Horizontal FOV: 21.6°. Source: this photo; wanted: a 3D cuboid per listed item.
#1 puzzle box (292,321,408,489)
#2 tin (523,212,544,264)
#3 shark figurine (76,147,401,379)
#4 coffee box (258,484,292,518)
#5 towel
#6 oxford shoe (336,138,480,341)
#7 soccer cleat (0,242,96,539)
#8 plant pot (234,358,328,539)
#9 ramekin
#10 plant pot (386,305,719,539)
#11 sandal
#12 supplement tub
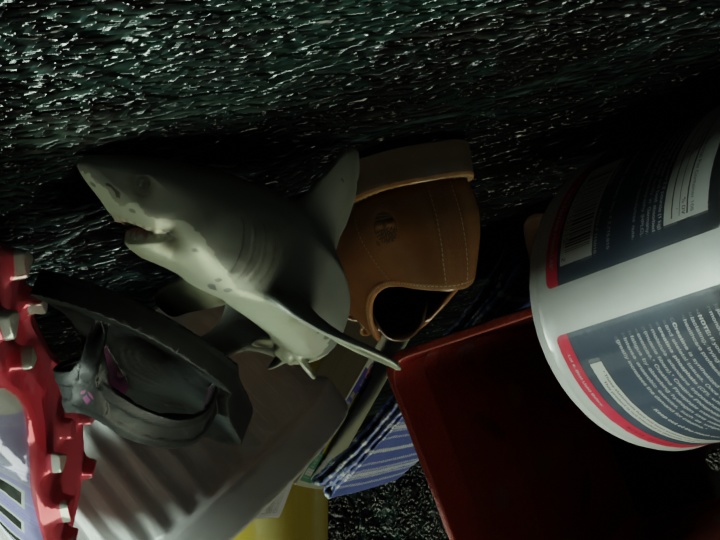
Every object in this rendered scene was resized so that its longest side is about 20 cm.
[{"bbox_3d":[-0.009,0.075,1.209,0.025,0.134,0.200,30,175,7],"label":"puzzle box"},{"bbox_3d":[0.171,-0.024,1.044,0.111,0.042,0.199,-24,167,41],"label":"tin"},{"bbox_3d":[-0.027,-0.006,0.751,0.127,0.090,0.215,21,167,9],"label":"shark figurine"},{"bbox_3d":[-0.101,0.106,1.237,0.113,0.080,0.200,21,175,7],"label":"coffee box"},{"bbox_3d":[0.060,0.063,1.199,0.200,0.024,0.145,-49,163,15],"label":"towel"},{"bbox_3d":[0.000,0.000,0.837,0.071,0.072,0.200,-11,174,-17],"label":"oxford shoe"},{"bbox_3d":[-0.161,0.055,0.799,0.076,0.067,0.201,4,144,7],"label":"soccer cleat"},{"bbox_3d":[-0.104,0.165,1.431,0.199,0.191,0.201,-12,172,-2],"label":"plant pot"},{"bbox_3d":[-0.113,0.094,0.968,0.200,0.105,0.200,-40,-176,3],"label":"ramekin"},{"bbox_3d":[0.165,0.094,1.083,0.198,0.202,0.176,-20,-177,30],"label":"plant pot"},{"bbox_3d":[-0.086,0.051,0.772,0.075,0.048,0.201,19,166,15],"label":"sandal"},{"bbox_3d":[0.177,-0.005,0.796,0.139,0.142,0.200,-7,171,-32],"label":"supplement tub"}]
